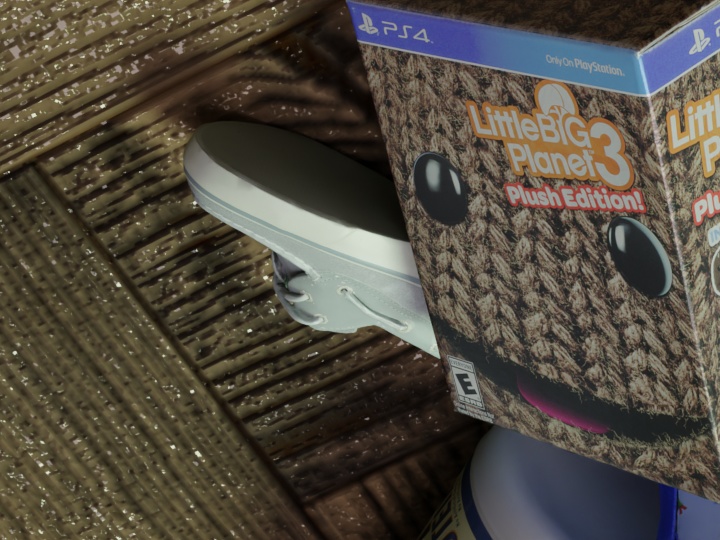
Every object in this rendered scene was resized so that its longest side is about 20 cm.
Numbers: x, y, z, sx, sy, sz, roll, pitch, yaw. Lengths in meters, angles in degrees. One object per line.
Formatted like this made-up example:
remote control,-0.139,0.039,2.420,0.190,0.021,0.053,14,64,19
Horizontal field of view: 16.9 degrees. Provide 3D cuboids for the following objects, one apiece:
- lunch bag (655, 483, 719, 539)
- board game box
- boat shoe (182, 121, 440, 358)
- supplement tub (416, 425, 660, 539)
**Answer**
lunch bag,0.224,0.097,1.108,0.200,0.170,0.124,19,148,-21
board game box,0.102,-0.030,0.973,0.097,0.159,0.200,-34,122,-32
boat shoe,0.000,0.000,1.074,0.201,0.070,0.072,23,115,-28
supplement tub,0.080,0.180,1.181,0.145,0.145,0.200,18,123,-21
